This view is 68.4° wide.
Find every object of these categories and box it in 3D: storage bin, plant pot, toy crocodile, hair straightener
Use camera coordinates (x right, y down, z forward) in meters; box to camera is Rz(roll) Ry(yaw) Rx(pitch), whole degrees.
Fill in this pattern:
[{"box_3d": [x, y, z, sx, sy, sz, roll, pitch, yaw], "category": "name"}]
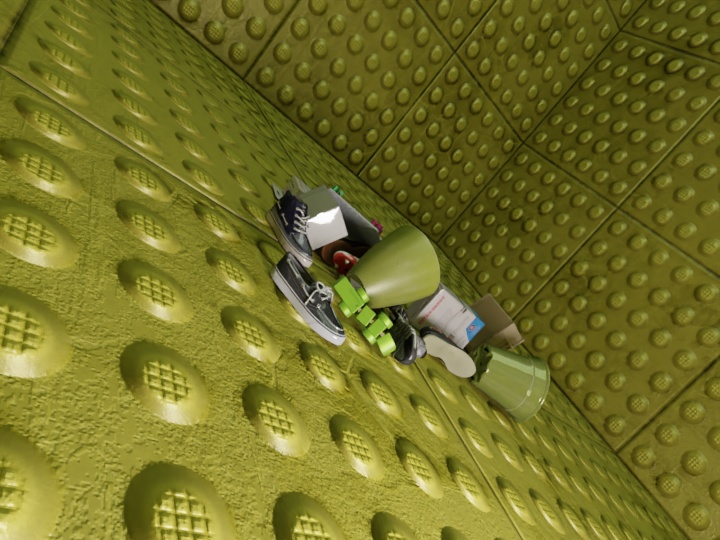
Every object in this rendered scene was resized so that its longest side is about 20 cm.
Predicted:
[{"box_3d": [0.434, 0.212, 1.864, 0.095, 0.195, 0.201, 54, 5, -31], "category": "storage bin"}, {"box_3d": [0.065, 0.013, 1.305, 0.196, 0.190, 0.188, -25, 59, -31], "category": "plant pot"}, {"box_3d": [0.425, 0.313, 1.575, 0.186, 0.204, 0.201, 27, 16, -13], "category": "plant pot"}, {"box_3d": [0.009, 0.098, 1.167, 0.201, 0.067, 0.062, 48, -6, 11], "category": "toy crocodile"}, {"box_3d": [0.105, 0.103, 1.412, 0.076, 0.041, 0.200, 37, -3, -2], "category": "hair straightener"}]

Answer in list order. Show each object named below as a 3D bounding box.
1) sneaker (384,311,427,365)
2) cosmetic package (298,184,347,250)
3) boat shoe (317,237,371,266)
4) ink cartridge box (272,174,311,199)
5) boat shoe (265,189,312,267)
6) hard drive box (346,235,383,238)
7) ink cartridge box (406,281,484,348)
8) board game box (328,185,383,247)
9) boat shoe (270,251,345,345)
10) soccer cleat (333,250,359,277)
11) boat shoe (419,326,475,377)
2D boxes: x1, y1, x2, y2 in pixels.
[{"box_3d": [0.125, 0.180, 1.256, 0.115, 0.075, 0.201, 41, 12, -21], "category": "sneaker"}, {"box_3d": [-0.111, -0.145, 1.398, 0.201, 0.104, 0.087, -118, -172, -61], "category": "cosmetic package"}, {"box_3d": [-0.050, -0.051, 1.434, 0.069, 0.073, 0.197, 28, 13, 39], "category": "boat shoe"}, {"box_3d": [-0.167, -0.206, 1.581, 0.198, 0.068, 0.117, 37, 14, -31], "category": "ink cartridge box"}, {"box_3d": [-0.151, -0.105, 1.247, 0.074, 0.093, 0.201, 24, 23, -54], "category": "boat shoe"}, {"box_3d": [0.015, -0.101, 1.805, 0.155, 0.077, 0.200, 43, 13, -2], "category": "hard drive box"}, {"box_3d": [0.257, 0.145, 1.615, 0.198, 0.146, 0.085, 38, 13, -22], "category": "ink cartridge box"}, {"box_3d": [-0.003, -0.121, 1.481, 0.199, 0.026, 0.202, 44, -16, 25], "category": "board game box"}, {"box_3d": [-0.088, 0.049, 1.005, 0.200, 0.068, 0.073, 49, 14, 19], "category": "boat shoe"}, {"box_3d": [0.000, 0.000, 1.397, 0.199, 0.067, 0.087, 40, 44, -32], "category": "soccer cleat"}, {"box_3d": [0.245, 0.226, 1.482, 0.199, 0.074, 0.064, 35, 22, -16], "category": "boat shoe"}]
